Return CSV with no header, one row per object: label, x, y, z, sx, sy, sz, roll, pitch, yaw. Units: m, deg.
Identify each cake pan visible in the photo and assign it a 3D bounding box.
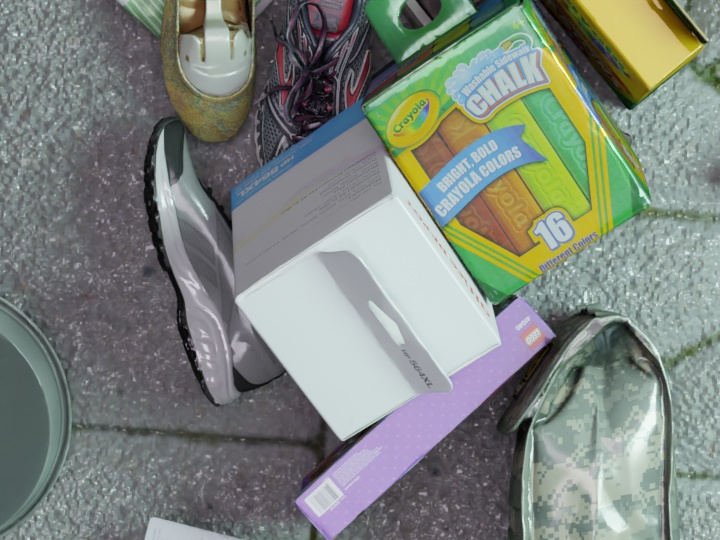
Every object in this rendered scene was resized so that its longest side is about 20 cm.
cake pan,-0.299,0.106,1.519,0.199,0.037,0.201,-2,100,-8

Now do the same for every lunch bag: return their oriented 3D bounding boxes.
lunch bag,0.150,0.122,1.461,0.117,0.164,0.201,-1,89,1

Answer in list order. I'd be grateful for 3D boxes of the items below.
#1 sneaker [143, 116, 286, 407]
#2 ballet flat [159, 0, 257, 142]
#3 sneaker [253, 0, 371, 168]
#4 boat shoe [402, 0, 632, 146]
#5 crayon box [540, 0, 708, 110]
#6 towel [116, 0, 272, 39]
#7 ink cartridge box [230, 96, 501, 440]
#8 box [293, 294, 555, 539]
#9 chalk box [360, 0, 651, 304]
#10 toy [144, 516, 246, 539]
sneaker,-0.101,-0.011,1.526,0.079,0.074,0.201,-18,95,-7
ballet flat,-0.099,-0.182,1.495,0.070,0.071,0.201,3,104,2
sneaker,-0.033,-0.134,1.510,0.080,0.075,0.201,5,101,1
boat shoe,0.102,-0.139,1.513,0.060,0.072,0.200,-43,93,4
crayon box,0.163,-0.175,1.447,0.051,0.200,0.127,-39,88,1
towel,-0.131,-0.253,1.516,0.200,0.023,0.153,41,92,-19
ink cartridge box,0.000,0.000,1.427,0.125,0.200,0.129,-32,113,12
box,0.043,0.095,1.480,0.200,0.137,0.039,-42,90,2
chalk box,0.082,-0.104,1.422,0.125,0.124,0.200,-34,100,11
toy,-0.062,0.249,1.528,0.199,0.047,0.116,14,87,-1
